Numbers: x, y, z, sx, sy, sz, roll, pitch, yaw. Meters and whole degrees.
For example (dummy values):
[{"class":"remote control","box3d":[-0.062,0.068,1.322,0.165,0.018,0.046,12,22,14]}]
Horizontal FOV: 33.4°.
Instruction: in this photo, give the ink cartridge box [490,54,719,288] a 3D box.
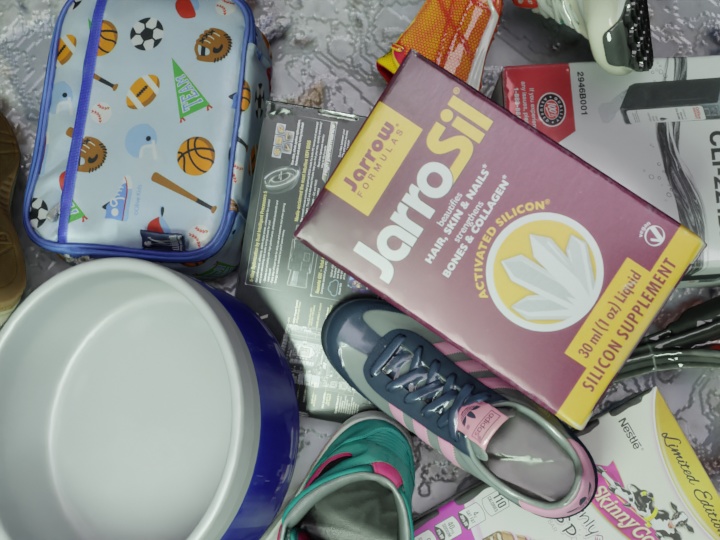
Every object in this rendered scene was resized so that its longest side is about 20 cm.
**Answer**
[{"class":"ink cartridge box","box3d":[0.194,-0.063,0.816,0.198,0.084,0.146,-3,81,-2]}]

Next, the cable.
[{"class":"cable","box3d":[0.212,0.061,0.799,0.198,0.097,0.051,-22,118,1]}]

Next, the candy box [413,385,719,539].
[{"class":"candy box","box3d":[0.137,0.183,0.784,0.199,0.061,0.137,-29,82,-7]}]

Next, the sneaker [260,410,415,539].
[{"class":"sneaker","box3d":[-0.025,0.189,0.733,0.083,0.121,0.201,27,96,-3]}]

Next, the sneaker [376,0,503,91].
[{"class":"sneaker","box3d":[0.055,-0.162,0.835,0.076,0.073,0.202,14,80,-3]}]

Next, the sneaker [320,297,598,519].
[{"class":"sneaker","box3d":[0.061,0.079,0.730,0.199,0.082,0.070,32,87,7]}]

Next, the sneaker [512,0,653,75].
[{"class":"sneaker","box3d":[0.144,-0.183,0.804,0.092,0.071,0.201,-8,35,16]}]

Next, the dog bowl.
[{"class":"dog bowl","box3d":[-0.140,0.098,0.745,0.198,0.079,0.202,-5,77,24]}]

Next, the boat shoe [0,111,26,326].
[{"class":"boat shoe","box3d":[-0.265,-0.038,0.791,0.071,0.065,0.201,10,44,-29]}]

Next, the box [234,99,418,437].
[{"class":"box","box3d":[0.000,0.000,0.794,0.159,0.044,0.202,9,96,1]}]

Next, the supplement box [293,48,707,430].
[{"class":"supplement box","box3d":[0.080,-0.021,0.712,0.199,0.103,0.132,33,96,2]}]

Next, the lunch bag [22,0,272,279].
[{"class":"lunch bag","box3d":[-0.147,-0.090,0.814,0.159,0.076,0.202,6,78,9]}]
